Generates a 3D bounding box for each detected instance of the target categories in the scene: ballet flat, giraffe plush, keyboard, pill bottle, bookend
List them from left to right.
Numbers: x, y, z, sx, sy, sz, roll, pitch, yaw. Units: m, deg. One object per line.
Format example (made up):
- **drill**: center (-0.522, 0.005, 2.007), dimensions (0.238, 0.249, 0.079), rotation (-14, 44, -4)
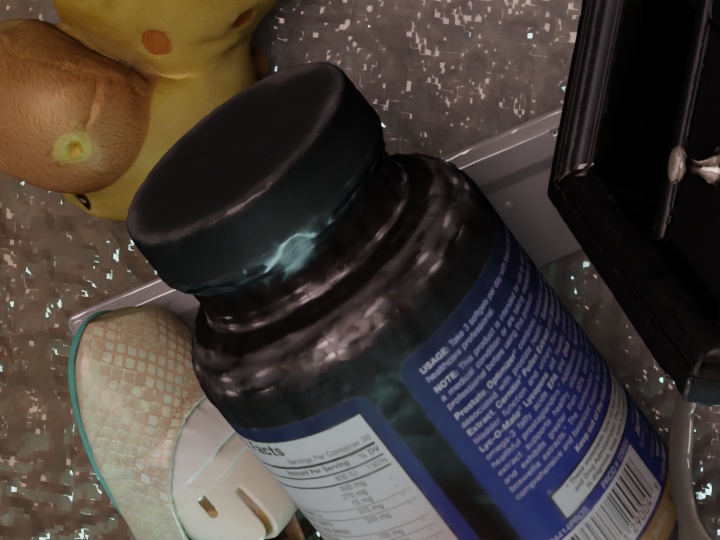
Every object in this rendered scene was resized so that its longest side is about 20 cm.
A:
- **giraffe plush**: center (-0.081, -0.092, 0.924), dimensions (0.199, 0.173, 0.163), rotation (10, 111, -19)
- **ballet flat**: center (-0.037, 0.091, 0.916), dimensions (0.062, 0.067, 0.200), rotation (6, 132, 36)
- **keyboard**: center (0.000, 0.000, 0.920), dimensions (0.199, 0.011, 0.056), rotation (-23, 128, 1)
- **pill bottle**: center (0.016, 0.035, 0.865), dimensions (0.112, 0.112, 0.200), rotation (-30, 115, 17)
- **bookend**: center (0.134, -0.081, 0.792), dimensions (0.092, 0.200, 0.200), rotation (7, 108, -10)

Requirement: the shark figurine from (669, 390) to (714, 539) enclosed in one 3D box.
- **shark figurine**: center (0.150, 0.098, 0.871), dimensions (0.128, 0.214, 0.090), rotation (-30, 49, 44)
